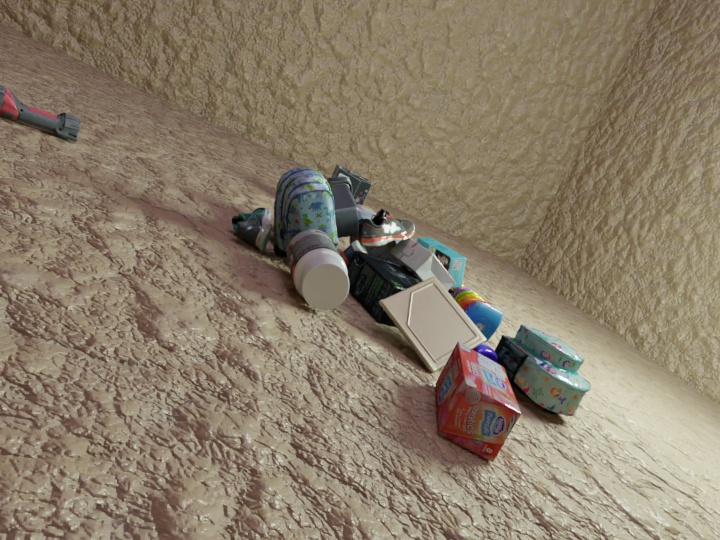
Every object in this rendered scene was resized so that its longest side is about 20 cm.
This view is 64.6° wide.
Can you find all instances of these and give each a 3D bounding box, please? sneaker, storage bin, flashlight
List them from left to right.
[{"bbox_3d":[-0.761,-0.369,1.327,0.197,0.069,0.068,13,15,-44],"label":"flashlight"},{"bbox_3d":[-0.262,-0.115,1.359,0.089,0.079,0.200,18,13,-17],"label":"sneaker"},{"bbox_3d":[-0.095,-0.156,1.471,0.195,0.149,0.135,-11,37,-17],"label":"storage bin"},{"bbox_3d":[0.000,0.000,1.471,0.200,0.084,0.076,50,8,-51],"label":"sneaker"},{"bbox_3d":[0.075,-0.119,1.470,0.076,0.084,0.198,6,17,37],"label":"sneaker"}]

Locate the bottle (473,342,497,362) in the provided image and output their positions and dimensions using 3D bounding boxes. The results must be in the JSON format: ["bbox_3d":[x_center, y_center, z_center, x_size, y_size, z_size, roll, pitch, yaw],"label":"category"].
[{"bbox_3d":[0.231,0.161,1.309,0.082,0.067,0.200,18,16,-29],"label":"bottle"}]

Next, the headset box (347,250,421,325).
[{"bbox_3d":[0.078,0.054,1.349,0.171,0.094,0.200,17,17,-37],"label":"headset box"}]

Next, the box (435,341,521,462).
[{"bbox_3d":[0.191,0.213,0.958,0.101,0.096,0.200,26,13,0],"label":"box"}]

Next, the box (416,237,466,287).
[{"bbox_3d":[0.215,-0.024,1.569,0.048,0.085,0.200,-1,18,-22],"label":"box"}]

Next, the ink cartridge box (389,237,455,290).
[{"bbox_3d":[0.152,-0.016,1.496,0.117,0.067,0.200,47,-2,-29],"label":"ink cartridge box"}]

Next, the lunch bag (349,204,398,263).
[{"bbox_3d":[0.033,-0.086,1.625,0.202,0.126,0.170,55,4,-21],"label":"lunch bag"}]

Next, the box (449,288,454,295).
[{"bbox_3d":[0.207,0.044,1.687,0.139,0.080,0.200,30,13,2],"label":"box"}]

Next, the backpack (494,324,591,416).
[{"bbox_3d":[0.412,0.226,1.272,0.175,0.153,0.201,20,19,-32],"label":"backpack"}]

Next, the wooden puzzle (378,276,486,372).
[{"bbox_3d":[0.152,0.112,1.210,0.197,0.038,0.186,-18,60,-40],"label":"wooden puzzle"}]

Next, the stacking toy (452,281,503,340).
[{"bbox_3d":[0.281,0.088,1.498,0.108,0.117,0.202,24,26,-22],"label":"stacking toy"}]

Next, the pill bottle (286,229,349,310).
[{"bbox_3d":[-0.089,-0.003,1.179,0.112,0.116,0.200,22,14,-20],"label":"pill bottle"}]

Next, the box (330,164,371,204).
[{"bbox_3d":[-0.065,-0.242,1.961,0.129,0.204,0.115,23,11,-14],"label":"box"}]

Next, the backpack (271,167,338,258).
[{"bbox_3d":[-0.124,-0.131,1.294,0.158,0.206,0.154,-5,17,-14],"label":"backpack"}]
